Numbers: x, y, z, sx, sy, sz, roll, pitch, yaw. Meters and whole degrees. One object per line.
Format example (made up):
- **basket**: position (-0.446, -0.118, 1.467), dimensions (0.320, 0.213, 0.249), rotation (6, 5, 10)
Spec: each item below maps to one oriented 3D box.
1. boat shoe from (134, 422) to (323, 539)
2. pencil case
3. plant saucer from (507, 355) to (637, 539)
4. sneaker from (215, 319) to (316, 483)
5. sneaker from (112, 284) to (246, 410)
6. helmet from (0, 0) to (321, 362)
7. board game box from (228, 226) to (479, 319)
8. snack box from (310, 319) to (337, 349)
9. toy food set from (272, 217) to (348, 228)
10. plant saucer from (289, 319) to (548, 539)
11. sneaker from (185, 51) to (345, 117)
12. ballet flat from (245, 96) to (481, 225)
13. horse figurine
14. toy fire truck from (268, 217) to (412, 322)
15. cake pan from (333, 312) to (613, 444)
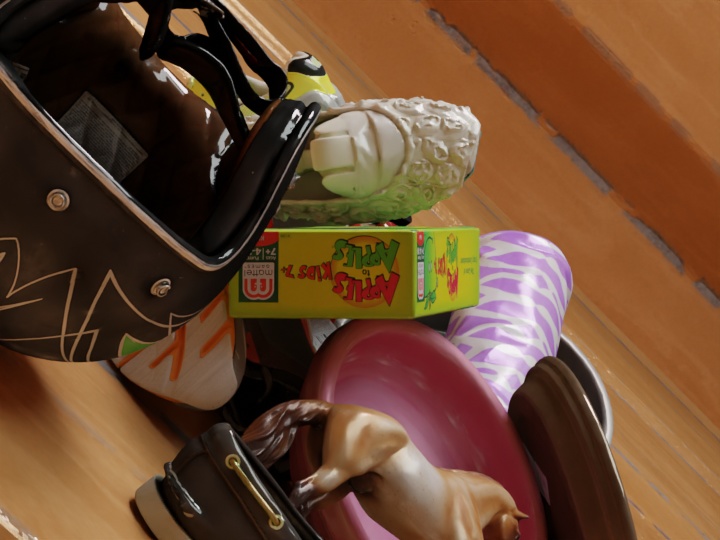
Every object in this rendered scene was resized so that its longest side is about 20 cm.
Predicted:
- **boat shoe**: position (-0.020, 0.158, 1.422), dimensions (0.201, 0.061, 0.072), rotation (44, 9, -17)
- **pencil case**: position (0.082, 0.059, 1.875), dimensions (0.200, 0.085, 0.084), rotation (-69, 158, -51)
- **plant saucer**: position (0.124, 0.150, 1.710), dimensions (0.200, 0.029, 0.201), rotation (166, -90, -82)
- **sneaker**: position (-0.068, 0.044, 1.689), dimensions (0.200, 0.077, 0.082), rotation (50, 15, 22)
- **sneaker**: position (-0.104, 0.018, 1.621), dimensions (0.077, 0.078, 0.200), rotation (46, 6, -39)
- **helmet**: position (-0.134, -0.050, 1.387), dimensions (0.200, 0.191, 0.200), rotation (30, -28, 19)
- **board game box**: position (0.000, 0.000, 1.620), dimensions (0.200, 0.101, 0.048), rotation (-7, 97, -78)
- **snack box**: position (-0.011, 0.095, 1.761), dimensions (0.072, 0.024, 0.200), rotation (-15, 52, -33)
- **toy food set**: position (-0.041, -0.015, 1.842), dimensions (0.200, 0.143, 0.061), rotation (26, 63, -66)
- **plant saucer**: position (0.027, 0.124, 1.640), dimensions (0.200, 0.051, 0.201), rotation (34, 42, -37)
- **sneaker**: position (-0.096, -0.079, 1.722), dimensions (0.075, 0.199, 0.077), rotation (-44, 121, -68)
- **ballet flat**: position (-0.033, -0.058, 1.627), dimensions (0.072, 0.199, 0.072), rotation (-6, 90, -71)
- **horse figurine**: position (0.008, 0.127, 1.525), dimensions (0.200, 0.133, 0.050), rotation (38, -33, -24)
- **toy fire truck**: position (0.010, 0.009, 2.143), dimensions (0.176, 0.128, 0.201), rotation (33, 28, -61)
- **cake pan**: position (0.067, 0.089, 1.921), dimensions (0.199, 0.037, 0.201), rotation (12, 41, -10)
